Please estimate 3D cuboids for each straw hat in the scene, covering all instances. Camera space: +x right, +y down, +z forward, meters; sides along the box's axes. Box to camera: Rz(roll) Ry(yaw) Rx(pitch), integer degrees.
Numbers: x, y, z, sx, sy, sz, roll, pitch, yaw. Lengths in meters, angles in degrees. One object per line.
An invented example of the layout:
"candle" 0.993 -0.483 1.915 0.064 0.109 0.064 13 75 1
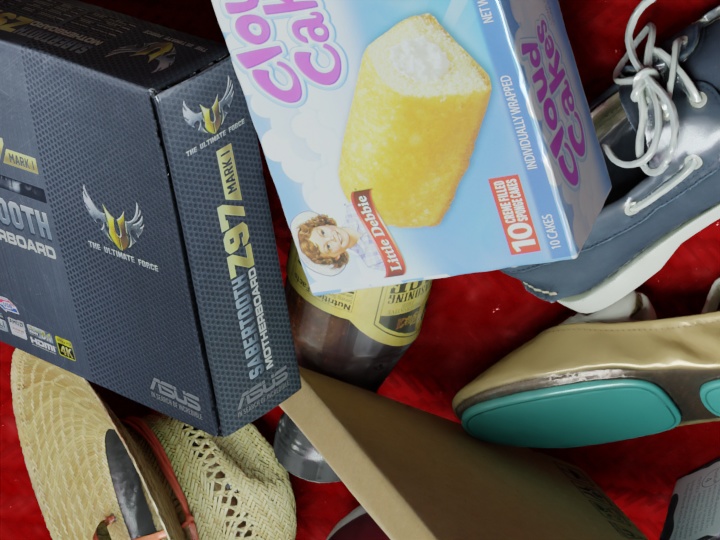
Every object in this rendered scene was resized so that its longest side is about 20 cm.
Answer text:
"straw hat" -0.076 0.109 1.320 0.085 0.201 0.201 -22 120 -20

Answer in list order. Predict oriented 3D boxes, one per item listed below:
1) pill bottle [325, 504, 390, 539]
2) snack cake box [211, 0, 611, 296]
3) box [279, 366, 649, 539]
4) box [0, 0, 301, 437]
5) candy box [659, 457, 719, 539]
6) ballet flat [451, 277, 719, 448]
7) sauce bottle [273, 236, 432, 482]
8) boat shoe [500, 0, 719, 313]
"pill bottle" 0.024 0.167 1.264 0.113 0.200 0.113 6 121 11
"snack cake box" 0.011 -0.098 1.117 0.115 0.067 0.200 -9 114 23
"box" 0.067 0.110 1.194 0.163 0.200 0.021 21 104 -30
"box" -0.118 -0.033 1.216 0.200 0.051 0.158 20 129 42
"candy box" 0.257 0.127 1.258 0.200 0.072 0.168 -31 108 28
"ballet flat" 0.137 0.036 1.245 0.199 0.063 0.069 -5 151 16
"sauce bottle" 0.000 0.000 1.255 0.066 0.066 0.200 16 125 5
"boat shoe" 0.122 -0.059 1.180 0.062 0.075 0.200 19 136 -33
